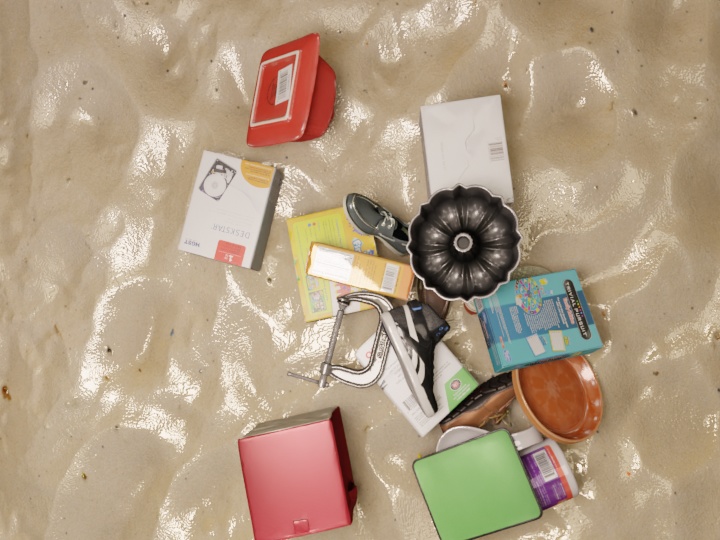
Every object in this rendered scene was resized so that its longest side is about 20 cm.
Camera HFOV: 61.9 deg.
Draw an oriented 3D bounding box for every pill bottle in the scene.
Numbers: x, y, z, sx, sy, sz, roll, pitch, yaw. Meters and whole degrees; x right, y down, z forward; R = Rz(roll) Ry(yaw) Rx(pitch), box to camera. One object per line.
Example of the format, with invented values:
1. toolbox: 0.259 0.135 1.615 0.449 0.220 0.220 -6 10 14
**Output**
1. pill bottle: 0.287 0.397 1.104 0.197 0.111 0.113 -25 85 4

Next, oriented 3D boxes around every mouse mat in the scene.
1. mouse mat: 0.203 0.387 1.066 0.197 0.008 0.164 -26 79 20

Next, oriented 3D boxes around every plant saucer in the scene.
1. plant saucer: 0.361 0.218 1.110 0.197 0.032 0.204 13 57 -21

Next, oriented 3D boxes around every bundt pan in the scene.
1. bundt pan: 0.183 -0.045 1.054 0.197 0.076 0.207 -1 85 14

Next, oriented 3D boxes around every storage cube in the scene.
1. storage cube: -0.112 0.367 1.100 0.196 0.171 0.184 -12 85 2

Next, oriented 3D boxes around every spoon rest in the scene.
1. spoon rest: 0.232 0.317 1.082 0.196 0.061 0.101 -19 81 7

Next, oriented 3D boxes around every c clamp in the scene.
1. c clamp: -0.027 0.128 1.106 0.168 0.027 0.204 20 84 9

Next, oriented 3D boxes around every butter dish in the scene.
1. butter dish: -0.113 -0.328 1.174 0.197 0.146 0.204 5 83 48

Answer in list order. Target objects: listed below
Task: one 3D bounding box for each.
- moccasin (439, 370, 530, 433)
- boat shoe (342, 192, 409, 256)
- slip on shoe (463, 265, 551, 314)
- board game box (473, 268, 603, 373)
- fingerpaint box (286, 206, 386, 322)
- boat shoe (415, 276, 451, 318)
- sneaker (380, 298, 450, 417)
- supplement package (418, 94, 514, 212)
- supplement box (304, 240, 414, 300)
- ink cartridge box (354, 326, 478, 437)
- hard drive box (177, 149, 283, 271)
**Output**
1. moccasin: 0.246 0.263 1.139 0.200 0.074 0.078 -36 99 -4
2. boat shoe: 0.047 -0.092 1.123 0.061 0.199 0.074 -15 55 39
3. slip on shoe: 0.287 0.041 1.162 0.196 0.061 0.075 -15 71 -12
4. board game box: 0.318 0.090 1.089 0.196 0.047 0.154 -9 69 -11
5. fingerpaint box: -0.044 -0.014 1.173 0.163 0.073 0.204 -12 85 3
6. boat shoe: 0.145 0.002 1.159 0.073 0.075 0.207 1 89 3
7. sneaker: 0.123 0.149 1.068 0.110 0.073 0.203 -24 89 -7
8. supplement package: 0.200 -0.212 1.156 0.152 0.111 0.205 -7 86 3
9. supplement box: 0.000 0.000 1.100 0.196 0.067 0.070 16 90 5
10. ink cartridge box: 0.104 0.186 1.144 0.145 0.084 0.201 -40 84 -1
11. hard drive box: -0.255 -0.116 1.191 0.153 0.077 0.204 13 87 4
